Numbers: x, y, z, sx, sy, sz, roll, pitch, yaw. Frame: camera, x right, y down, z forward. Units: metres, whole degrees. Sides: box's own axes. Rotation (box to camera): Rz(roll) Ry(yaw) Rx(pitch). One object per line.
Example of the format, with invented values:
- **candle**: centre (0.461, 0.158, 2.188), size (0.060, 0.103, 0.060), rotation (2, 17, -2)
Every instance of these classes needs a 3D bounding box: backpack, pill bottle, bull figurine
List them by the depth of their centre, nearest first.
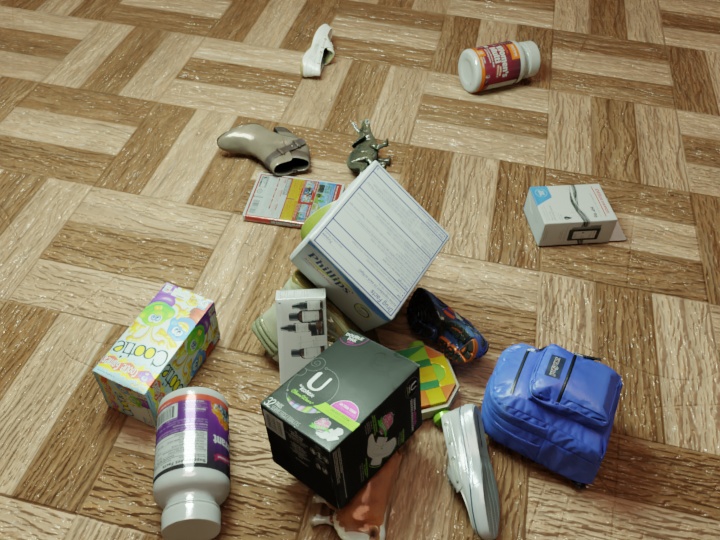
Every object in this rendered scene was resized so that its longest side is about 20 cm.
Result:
- **bull figurine**: centre (-0.004, 0.336, 0.987), size (0.119, 0.066, 0.201), rotation (10, 43, 16)
- **pill bottle**: centre (-0.248, 0.286, 0.992), size (0.109, 0.113, 0.202), rotation (-5, 48, -7)
- **backpack**: centre (0.297, 0.201, 1.058), size (0.197, 0.170, 0.163), rotation (19, 43, 20)
- **pill bottle**: centre (0.365, -0.541, 1.769), size (0.196, 0.111, 0.110), rotation (-16, 50, -16)

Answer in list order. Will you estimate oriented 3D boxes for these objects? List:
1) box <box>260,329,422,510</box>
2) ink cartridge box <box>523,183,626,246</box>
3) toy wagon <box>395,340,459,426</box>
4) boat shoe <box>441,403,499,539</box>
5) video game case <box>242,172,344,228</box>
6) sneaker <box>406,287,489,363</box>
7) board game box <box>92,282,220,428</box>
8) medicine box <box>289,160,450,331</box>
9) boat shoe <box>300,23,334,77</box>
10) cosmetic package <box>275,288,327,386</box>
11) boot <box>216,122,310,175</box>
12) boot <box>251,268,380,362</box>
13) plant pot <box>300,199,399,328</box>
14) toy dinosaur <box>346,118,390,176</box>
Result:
- **box**: centre (-0.022, 0.211, 0.993), size (0.147, 0.126, 0.199), rotation (24, 44, 35)
- **ink cartridge box**: centre (0.459, -0.120, 1.418), size (0.195, 0.069, 0.117), rotation (-4, 48, -6)
- **toy wagon**: centre (0.064, 0.198, 1.133), size (0.196, 0.040, 0.157), rotation (-10, 49, -12)
- **boat shoe**: centre (0.164, 0.309, 1.028), size (0.066, 0.074, 0.203), rotation (-20, 51, 24)
- **video game case**: centre (-0.142, -0.149, 1.455), size (0.196, 0.018, 0.145), rotation (8, 48, 5)
- **sneaker**: centre (0.154, 0.101, 1.212), size (0.078, 0.076, 0.200), rotation (13, 24, -41)
- **board game box**: centre (-0.333, 0.138, 1.128), size (0.101, 0.106, 0.201), rotation (19, 50, 14)
- **medicine box**: centre (0.017, -0.039, 1.108), size (0.182, 0.103, 0.201), rotation (43, 61, -8)
- **boat shoe**: centre (-0.102, -0.591, 1.828), size (0.068, 0.071, 0.203), rotation (13, 57, 9)
- **cosmetic package**: centre (-0.092, 0.134, 1.080), size (0.081, 0.204, 0.051), rotation (-3, 16, -2)
- **boot**: centre (-0.213, -0.269, 1.524), size (0.196, 0.071, 0.147), rotation (-14, 48, -18)
- **boot**: centre (-0.076, 0.113, 1.152), size (0.199, 0.155, 0.072), rotation (41, 26, -7)
- **plant pot**: centre (0.000, 0.000, 1.237), size (0.183, 0.188, 0.203), rotation (-11, 66, -12)
- **toy dinosaur**: centre (0.010, -0.256, 1.535), size (0.100, 0.078, 0.203), rotation (4, 51, 18)
